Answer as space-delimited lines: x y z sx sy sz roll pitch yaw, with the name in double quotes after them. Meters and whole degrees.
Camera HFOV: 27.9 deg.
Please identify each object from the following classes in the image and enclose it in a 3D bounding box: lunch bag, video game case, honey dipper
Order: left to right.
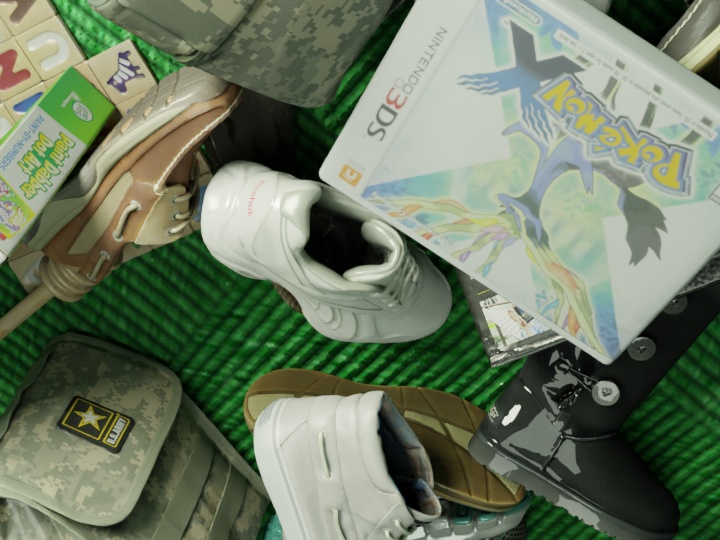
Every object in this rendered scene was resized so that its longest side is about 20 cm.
-0.239 0.033 0.992 0.200 0.038 0.038 -35 110 29 "honey dipper"
-0.168 0.154 0.982 0.117 0.164 0.200 -26 114 27 "lunch bag"
-0.027 -0.186 0.729 0.167 0.140 0.200 27 123 -32 "lunch bag"
0.095 -0.057 0.760 0.199 0.022 0.183 33 136 -1 "video game case"

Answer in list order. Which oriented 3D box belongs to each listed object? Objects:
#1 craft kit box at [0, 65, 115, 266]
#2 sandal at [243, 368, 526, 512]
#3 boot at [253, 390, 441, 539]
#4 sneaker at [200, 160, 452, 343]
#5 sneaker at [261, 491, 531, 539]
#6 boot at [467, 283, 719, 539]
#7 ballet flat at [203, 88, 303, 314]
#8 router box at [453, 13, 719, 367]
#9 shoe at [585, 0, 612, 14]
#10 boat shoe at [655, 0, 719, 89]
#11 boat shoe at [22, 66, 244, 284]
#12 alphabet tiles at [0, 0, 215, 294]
-0.248 -0.012 0.868 0.197 0.200 0.049 -37 108 24 "craft kit box"
0.016 0.120 0.992 0.199 0.081 0.054 13 137 2 "sandal"
0.008 0.169 0.928 0.095 0.074 0.201 -10 115 27 "boot"
0.000 0.000 0.873 0.099 0.078 0.200 9 168 45 "sneaker"
0.028 0.199 1.036 0.199 0.078 0.092 -7 123 14 "sneaker"
0.187 0.069 0.938 0.164 0.066 0.201 25 107 -18 "boot"
-0.061 -0.058 0.911 0.046 0.067 0.201 16 136 52 "ballet flat"
0.145 -0.047 0.851 0.199 0.051 0.150 -22 86 19 "router box"
0.087 -0.162 0.764 0.090 0.072 0.201 12 123 -3 "shoe"
0.204 -0.151 0.774 0.201 0.072 0.066 -43 67 -6 "boat shoe"
-0.126 -0.055 0.862 0.072 0.076 0.200 44 135 -13 "boat shoe"
-0.199 -0.088 0.936 0.166 0.008 0.201 -22 115 19 "alphabet tiles"
